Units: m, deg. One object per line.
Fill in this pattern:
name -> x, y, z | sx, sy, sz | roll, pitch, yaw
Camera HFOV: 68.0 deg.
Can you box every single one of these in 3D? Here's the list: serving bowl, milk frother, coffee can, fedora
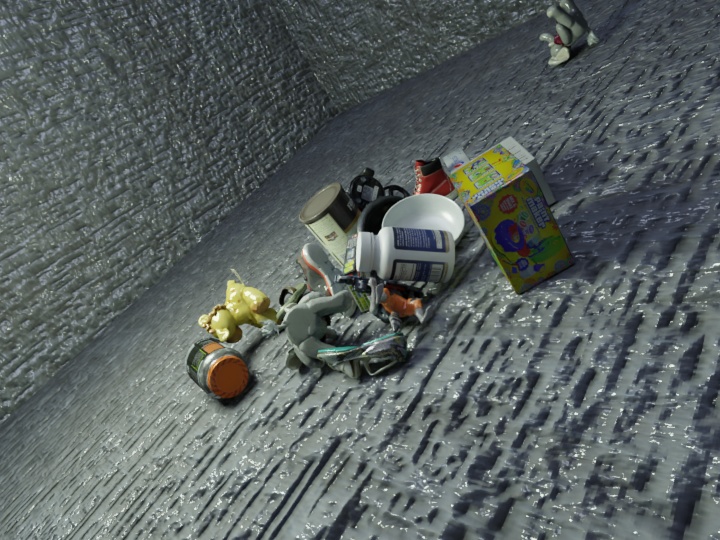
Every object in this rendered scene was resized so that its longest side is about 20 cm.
serving bowl -> 0.153, -0.092, 1.283 | 0.196, 0.066, 0.202 | -7, 48, 8
milk frother -> 0.035, -0.187, 1.622 | 0.182, 0.199, 0.188 | -58, 7, -29
coffee can -> -0.053, -0.118, 1.478 | 0.145, 0.200, 0.147 | -31, 29, 19
fedora -> 0.076, -0.091, 1.376 | 0.201, 0.200, 0.092 | -47, -8, -26

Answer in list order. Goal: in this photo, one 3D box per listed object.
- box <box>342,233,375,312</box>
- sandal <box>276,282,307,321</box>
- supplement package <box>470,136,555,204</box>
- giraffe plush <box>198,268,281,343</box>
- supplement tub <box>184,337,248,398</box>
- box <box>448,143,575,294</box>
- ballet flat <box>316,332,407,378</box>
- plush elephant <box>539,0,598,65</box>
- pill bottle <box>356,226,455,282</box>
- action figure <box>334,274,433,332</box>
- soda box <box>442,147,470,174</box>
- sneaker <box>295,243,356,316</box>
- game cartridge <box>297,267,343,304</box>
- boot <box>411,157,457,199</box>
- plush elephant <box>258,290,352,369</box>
box -> 0.000, 0.000, 1.311 | 0.034, 0.111, 0.201 | -21, 25, 14
sandal -> -0.194, 0.073, 1.451 | 0.080, 0.057, 0.201 | -58, 1, 15
supplement package -> 0.343, -0.207, 1.223 | 0.116, 0.118, 0.201 | -29, 24, 14
giraffe plush -> -0.334, 0.125, 1.427 | 0.163, 0.201, 0.172 | -49, 18, -25
supplement tub -> -0.356, 0.244, 1.328 | 0.122, 0.123, 0.199 | -44, 24, -20
box -> 0.278, -0.102, 1.002 | 0.121, 0.201, 0.193 | -30, 22, 11
ballet flat -> 0.001, 0.171, 1.033 | 0.198, 0.073, 0.072 | -16, 29, 26
plush elephant -> 0.699, -0.810, 1.843 | 0.165, 0.200, 0.155 | -51, 5, -37
pill bottle -> 0.092, -0.034, 1.130 | 0.196, 0.113, 0.111 | 4, 24, -6
action figure -> 0.041, 0.068, 1.086 | 0.193, 0.196, 0.107 | 151, 128, -81
soda box -> 0.286, -0.280, 1.506 | 0.063, 0.069, 0.201 | -28, 24, 13
sneaker -> -0.085, 0.031, 1.294 | 0.082, 0.201, 0.077 | -37, -5, 39
game cartridge -> -0.093, 0.059, 1.385 | 0.199, 0.041, 0.133 | -38, 5, 7
boot -> 0.154, -0.223, 1.485 | 0.198, 0.145, 0.073 | -32, 24, 11
plush elephant -> -0.114, 0.136, 1.190 | 0.196, 0.168, 0.155 | 1, -12, 4
